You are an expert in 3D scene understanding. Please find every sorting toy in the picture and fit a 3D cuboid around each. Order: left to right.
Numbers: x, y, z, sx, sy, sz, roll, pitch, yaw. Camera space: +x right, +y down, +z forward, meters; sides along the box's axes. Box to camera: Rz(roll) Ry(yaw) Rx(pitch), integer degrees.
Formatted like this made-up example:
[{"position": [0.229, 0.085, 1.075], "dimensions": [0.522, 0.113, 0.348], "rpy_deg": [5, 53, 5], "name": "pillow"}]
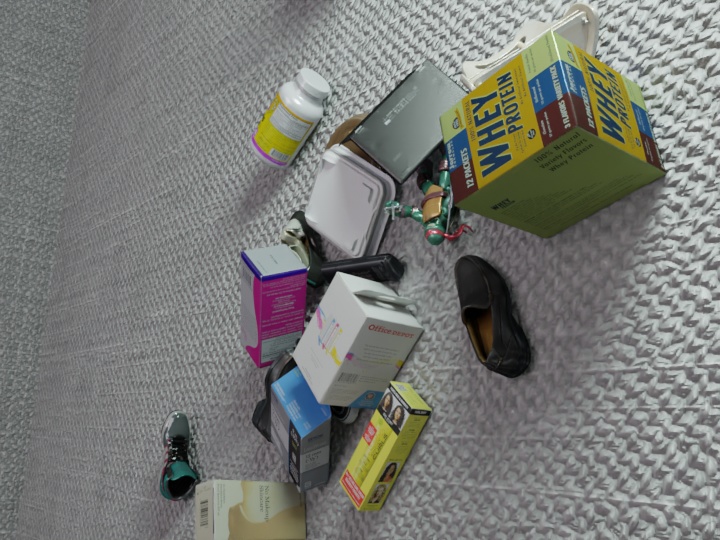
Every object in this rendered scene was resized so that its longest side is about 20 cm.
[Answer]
[{"position": [0.230, -0.303, 1.124], "dimensions": [0.197, 0.108, 0.181], "rpy_deg": [-31, 34, 3], "name": "sorting toy"}]

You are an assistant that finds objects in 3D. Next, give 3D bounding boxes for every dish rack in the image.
[{"position": [-0.030, -0.123, 1.417], "dimensions": [0.199, 0.043, 0.175], "rpy_deg": [37, 116, 38], "name": "dish rack"}]

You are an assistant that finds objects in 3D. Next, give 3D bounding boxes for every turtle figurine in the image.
[{"position": [0.112, -0.113, 1.226], "dimensions": [0.147, 0.101, 0.204], "rpy_deg": [-17, 49, 29], "name": "turtle figurine"}]

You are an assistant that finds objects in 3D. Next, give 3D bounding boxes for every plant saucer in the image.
[{"position": [-0.018, -0.205, 1.477], "dimensions": [0.198, 0.029, 0.206], "rpy_deg": [-18, 66, 47], "name": "plant saucer"}]

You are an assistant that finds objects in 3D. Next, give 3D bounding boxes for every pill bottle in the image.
[{"position": [-0.144, -0.318, 1.608], "dimensions": [0.201, 0.103, 0.106], "rpy_deg": [-50, 45, 30], "name": "pill bottle"}]

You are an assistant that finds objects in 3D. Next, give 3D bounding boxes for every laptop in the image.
[{"position": [0.075, -0.247, 1.308], "dimensions": [0.187, 0.116, 0.200], "rpy_deg": [-45, 66, -4], "name": "laptop"}]

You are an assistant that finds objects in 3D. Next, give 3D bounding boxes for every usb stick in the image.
[{"position": [0.000, 0.000, 1.377], "dimensions": [0.198, 0.056, 0.033], "rpy_deg": [-7, 39, 51], "name": "usb stick"}]

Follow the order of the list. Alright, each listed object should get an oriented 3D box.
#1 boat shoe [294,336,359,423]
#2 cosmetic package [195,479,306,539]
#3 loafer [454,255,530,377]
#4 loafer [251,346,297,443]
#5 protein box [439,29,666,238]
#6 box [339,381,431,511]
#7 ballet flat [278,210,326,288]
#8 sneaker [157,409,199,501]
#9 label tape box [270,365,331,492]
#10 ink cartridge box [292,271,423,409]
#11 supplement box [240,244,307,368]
[{"position": [-0.066, 0.192, 1.392], "dimensions": [0.072, 0.067, 0.202], "rpy_deg": [-55, 43, 26], "name": "boat shoe"}, {"position": [-0.195, 0.434, 1.381], "dimensions": [0.070, 0.197, 0.108], "rpy_deg": [-26, 61, 43], "name": "cosmetic package"}, {"position": [0.176, 0.056, 1.106], "dimensions": [0.073, 0.071, 0.203], "rpy_deg": [-50, 45, 31], "name": "loafer"}, {"position": [-0.147, 0.242, 1.485], "dimensions": [0.072, 0.071, 0.204], "rpy_deg": [44, 125, 41], "name": "loafer"}, {"position": [0.242, -0.162, 0.991], "dimensions": [0.197, 0.197, 0.138], "rpy_deg": [-32, 56, 42], "name": "protein box"}, {"position": [0.039, 0.285, 1.246], "dimensions": [0.075, 0.049, 0.203], "rpy_deg": [45, 115, 47], "name": "box"}, {"position": [-0.119, -0.053, 1.529], "dimensions": [0.068, 0.067, 0.202], "rpy_deg": [-52, 44, 28], "name": "ballet flat"}, {"position": [-0.413, 0.431, 1.752], "dimensions": [0.120, 0.082, 0.206], "rpy_deg": [13, 98, 57], "name": "sneaker"}, {"position": [-0.108, 0.265, 1.366], "dimensions": [0.144, 0.065, 0.204], "rpy_deg": [49, 146, 47], "name": "label tape box"}, {"position": [-0.001, 0.109, 1.285], "dimensions": [0.203, 0.126, 0.126], "rpy_deg": [-60, 41, 19], "name": "ink cartridge box"}, {"position": [-0.169, 0.069, 1.480], "dimensions": [0.101, 0.101, 0.205], "rpy_deg": [43, 135, 47], "name": "supplement box"}]
